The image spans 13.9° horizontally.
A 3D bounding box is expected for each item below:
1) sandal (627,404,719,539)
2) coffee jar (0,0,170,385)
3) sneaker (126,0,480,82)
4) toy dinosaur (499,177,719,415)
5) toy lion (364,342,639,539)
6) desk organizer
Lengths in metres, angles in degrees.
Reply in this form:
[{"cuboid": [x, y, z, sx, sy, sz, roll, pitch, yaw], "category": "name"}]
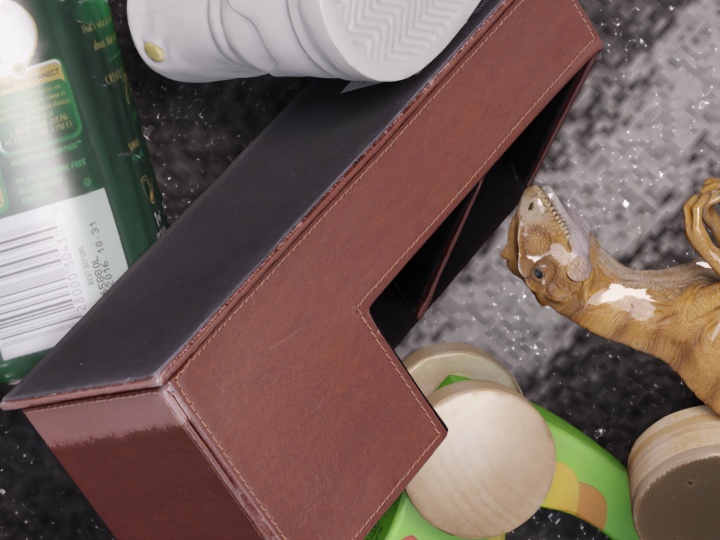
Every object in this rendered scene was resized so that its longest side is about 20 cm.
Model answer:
[{"cuboid": [0.146, 0.094, 0.901, 0.077, 0.070, 0.212, -24, 129, 21], "category": "sandal"}, {"cuboid": [-0.115, -0.071, 0.852, 0.085, 0.104, 0.201, -15, 97, -2], "category": "coffee jar"}, {"cuboid": [0.013, -0.124, 0.866, 0.200, 0.115, 0.074, -44, 117, -33], "category": "sneaker"}, {"cuboid": [0.132, 0.032, 0.813, 0.200, 0.060, 0.106, 36, 85, 9], "category": "toy dinosaur"}, {"cuboid": [0.037, 0.153, 0.914, 0.192, 0.069, 0.200, 39, 93, -14], "category": "toy lion"}, {"cuboid": [0.000, 0.000, 0.826, 0.200, 0.072, 0.077, -48, 114, -35], "category": "desk organizer"}]
